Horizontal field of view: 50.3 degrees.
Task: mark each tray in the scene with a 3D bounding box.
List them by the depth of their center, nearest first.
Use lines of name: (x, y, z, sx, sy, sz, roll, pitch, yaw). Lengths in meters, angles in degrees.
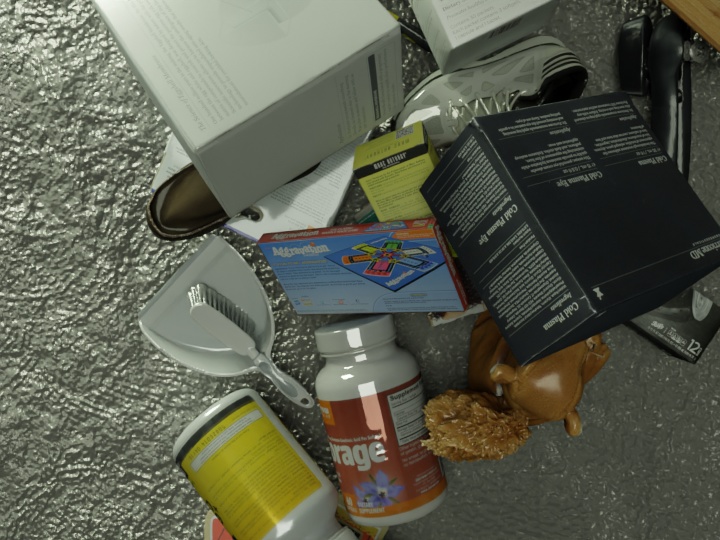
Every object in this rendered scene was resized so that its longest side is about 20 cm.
tray: (0.312, -0.276, 0.743, 0.200, 0.099, 0.037, 40, 125, 0)

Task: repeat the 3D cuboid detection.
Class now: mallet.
mallet: (0.029, -0.262, 0.801, 0.199, 0.066, 0.041, 31, 90, -14)

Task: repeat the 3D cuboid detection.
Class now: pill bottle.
pill bottle: (-0.094, 0.229, 0.787, 0.112, 0.112, 0.200, -44, 74, 7)
pill bottle: (0.016, 0.150, 0.796, 0.111, 0.112, 0.202, -14, 94, 5)

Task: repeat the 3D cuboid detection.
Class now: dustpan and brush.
dustpan and brush: (-0.125, 0.077, 0.823, 0.200, 0.057, 0.140, 41, 102, -20)

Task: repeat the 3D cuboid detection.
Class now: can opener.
can opener: (0.314, -0.160, 0.782, 0.063, 0.078, 0.202, -14, 99, -34)

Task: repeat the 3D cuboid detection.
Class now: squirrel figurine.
squirrel figurine: (0.156, 0.120, 0.745, 0.141, 0.187, 0.200, 39, 96, 0)

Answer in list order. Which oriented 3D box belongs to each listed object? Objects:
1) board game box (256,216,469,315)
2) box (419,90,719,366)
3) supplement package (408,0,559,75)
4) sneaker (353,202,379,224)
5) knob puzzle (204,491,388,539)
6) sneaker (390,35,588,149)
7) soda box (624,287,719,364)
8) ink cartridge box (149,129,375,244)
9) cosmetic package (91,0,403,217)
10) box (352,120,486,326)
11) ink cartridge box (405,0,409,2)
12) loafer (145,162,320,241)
board game box: (0.000, 0.000, 0.761, 0.199, 0.020, 0.103, -3, 130, 31)
box: (0.186, -0.043, 0.664, 0.199, 0.104, 0.183, -15, 67, -32)
supplement package: (0.087, -0.306, 0.711, 0.113, 0.110, 0.201, -26, 91, 2)
sneaker: (0.093, -0.070, 0.792, 0.199, 0.071, 0.080, -22, 97, 10)
knob puzzle: (-0.090, 0.328, 0.861, 0.218, 0.030, 0.222, 0, 95, 4)
sneaker: (0.126, -0.165, 0.751, 0.199, 0.116, 0.076, -25, 117, 5)
soda box: (0.267, 0.012, 0.787, 0.199, 0.071, 0.064, 34, 92, 0)
ink cartridge box: (-0.097, -0.134, 0.814, 0.198, 0.041, 0.201, 26, 97, 2)
cosmetic package: (-0.097, -0.194, 0.694, 0.199, 0.123, 0.200, -32, 68, -9)
box: (0.067, -0.040, 0.750, 0.075, 0.050, 0.201, -20, 121, 18)
ink cartridge box: (0.028, -0.359, 0.786, 0.199, 0.042, 0.120, 28, 95, -2)
loafer: (-0.134, -0.093, 0.765, 0.199, 0.071, 0.073, -29, 92, 8)
